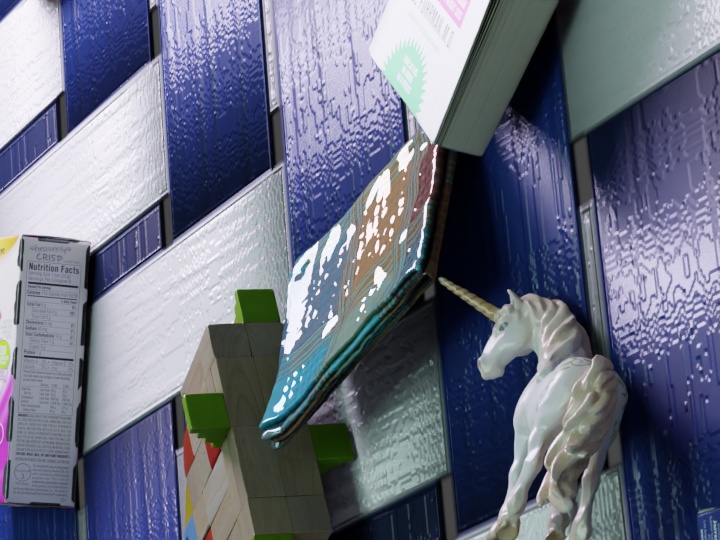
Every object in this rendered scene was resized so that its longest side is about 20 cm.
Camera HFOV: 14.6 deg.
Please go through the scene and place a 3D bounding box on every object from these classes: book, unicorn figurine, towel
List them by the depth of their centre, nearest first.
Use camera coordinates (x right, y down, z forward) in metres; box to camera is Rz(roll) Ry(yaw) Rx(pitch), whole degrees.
[{"bbox_3d":[0.098,0.078,1.462,0.200,0.073,0.138,-3,73,68],"label":"unicorn figurine"},{"bbox_3d":[0.073,-0.183,1.578,0.201,0.048,0.134,-67,27,21],"label":"book"},{"bbox_3d":[0.000,0.000,1.656,0.200,0.022,0.147,-49,23,46],"label":"towel"}]

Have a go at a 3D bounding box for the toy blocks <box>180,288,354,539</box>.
[{"bbox_3d":[-0.073,0.133,1.755,0.137,0.099,0.201,115,147,-50],"label":"toy blocks"}]

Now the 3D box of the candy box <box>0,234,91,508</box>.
[{"bbox_3d":[-0.261,0.077,2.111,0.136,0.061,0.201,-7,78,61],"label":"candy box"}]

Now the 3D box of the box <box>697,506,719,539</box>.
[{"bbox_3d":[0.226,0.150,1.263,0.200,0.032,0.122,-28,61,58],"label":"box"}]
